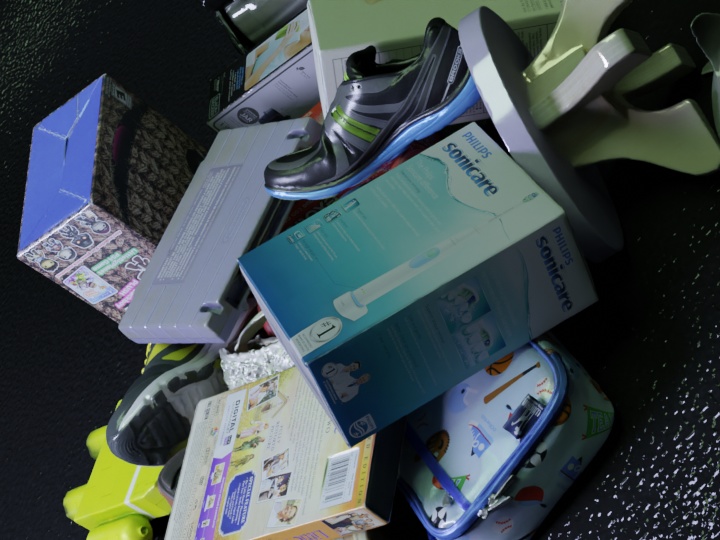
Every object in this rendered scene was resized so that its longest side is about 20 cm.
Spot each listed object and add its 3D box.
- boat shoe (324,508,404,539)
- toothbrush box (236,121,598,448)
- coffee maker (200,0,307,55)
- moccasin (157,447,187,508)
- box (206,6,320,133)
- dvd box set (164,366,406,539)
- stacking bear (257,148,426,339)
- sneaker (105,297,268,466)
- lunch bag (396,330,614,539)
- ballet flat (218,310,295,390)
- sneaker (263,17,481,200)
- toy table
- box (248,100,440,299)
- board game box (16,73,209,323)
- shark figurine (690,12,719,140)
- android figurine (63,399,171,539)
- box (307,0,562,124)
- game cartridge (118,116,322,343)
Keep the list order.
[{"bbox_3d":[-0.011,0.186,1.303,0.063,0.073,0.201,-28,44,12],"label":"boat shoe"},{"bbox_3d":[0.037,0.005,1.251,0.199,0.085,0.146,-32,36,-6],"label":"toothbrush box"},{"bbox_3d":[-0.065,-0.322,1.709,0.200,0.192,0.135,-33,24,26],"label":"coffee maker"},{"bbox_3d":[-0.076,0.207,1.379,0.201,0.078,0.074,24,64,40],"label":"moccasin"},{"bbox_3d":[-0.024,-0.167,1.596,0.200,0.116,0.060,-33,37,30],"label":"box"},{"bbox_3d":[-0.052,0.134,1.310,0.199,0.029,0.147,-22,43,35],"label":"dvd box set"},{"bbox_3d":[0.000,0.000,1.437,0.200,0.113,0.122,-35,41,34],"label":"stacking bear"},{"bbox_3d":[-0.145,0.088,1.482,0.084,0.075,0.200,8,35,35],"label":"sneaker"},{"bbox_3d":[0.079,0.105,1.279,0.160,0.075,0.200,-51,33,9],"label":"lunch bag"},{"bbox_3d":[-0.047,0.049,1.388,0.200,0.072,0.072,-31,40,44],"label":"ballet flat"},{"bbox_3d":[0.005,-0.120,1.370,0.199,0.083,0.071,-34,13,24],"label":"sneaker"},{"bbox_3d":[0.166,-0.122,1.293,0.117,0.201,0.184,-32,1,21],"label":"toy table"},{"bbox_3d":[-0.030,-0.062,1.528,0.200,0.095,0.100,-37,38,23],"label":"box"},{"bbox_3d":[-0.190,-0.043,1.612,0.097,0.200,0.160,-31,41,29],"label":"board game box"},{"bbox_3d":[0.259,-0.133,1.254,0.128,0.089,0.215,-19,46,42],"label":"shark figurine"},{"bbox_3d":[-0.179,0.157,1.557,0.200,0.041,0.183,-24,40,46],"label":"android figurine"},{"bbox_3d":[0.064,-0.170,1.424,0.199,0.095,0.078,-8,42,-3],"label":"box"},{"bbox_3d":[-0.111,-0.031,1.477,0.129,0.038,0.201,-7,52,53],"label":"game cartridge"}]
